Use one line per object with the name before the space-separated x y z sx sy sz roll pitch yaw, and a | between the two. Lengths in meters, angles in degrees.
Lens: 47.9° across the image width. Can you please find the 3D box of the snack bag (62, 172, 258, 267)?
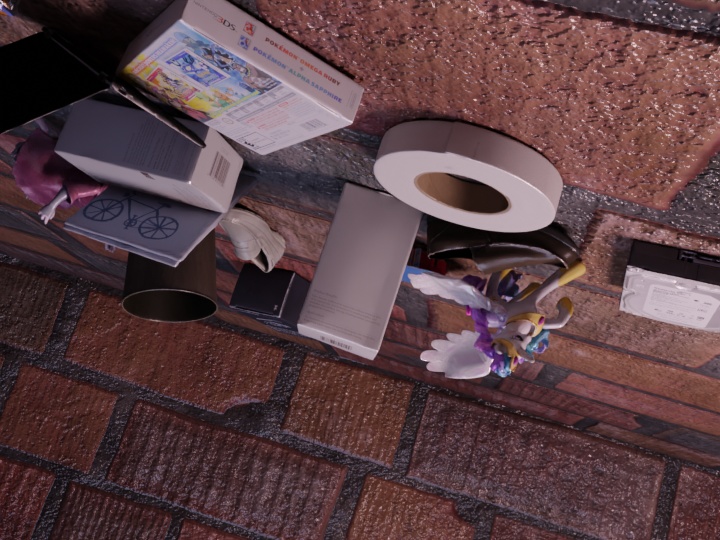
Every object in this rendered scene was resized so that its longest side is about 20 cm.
snack bag | -0.265 -0.091 1.091 0.188 0.200 0.021 16 134 19

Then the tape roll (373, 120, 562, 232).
tape roll | 0.112 -0.096 0.859 0.202 0.037 0.203 17 167 4

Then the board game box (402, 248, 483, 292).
board game box | 0.101 -0.005 1.261 0.158 0.039 0.200 19 173 -26

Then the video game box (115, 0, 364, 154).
video game box | -0.123 -0.185 0.790 0.182 0.047 0.200 24 166 -29

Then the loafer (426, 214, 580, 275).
loafer | 0.171 -0.024 1.003 0.199 0.072 0.073 11 165 29

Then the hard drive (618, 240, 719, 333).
hard drive | 0.392 0.026 0.990 0.139 0.038 0.200 13 166 18

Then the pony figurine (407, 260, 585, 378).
pony figurine | 0.175 0.055 1.053 0.193 0.200 0.167 8 127 39

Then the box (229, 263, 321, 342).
box | -0.165 0.074 1.791 0.148 0.105 0.200 10 164 32

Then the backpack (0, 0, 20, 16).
backpack | -0.335 -0.260 0.557 0.199 0.154 0.191 14 157 29

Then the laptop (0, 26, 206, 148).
laptop | -0.300 -0.163 0.827 0.187 0.116 0.200 38 -176 41

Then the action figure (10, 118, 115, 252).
action figure | -0.399 -0.121 1.175 0.199 0.149 0.134 18 170 18

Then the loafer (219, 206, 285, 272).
loafer | -0.187 -0.052 1.371 0.070 0.070 0.200 12 166 26

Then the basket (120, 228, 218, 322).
basket | -0.275 -0.042 1.189 0.136 0.201 0.180 3 163 -13

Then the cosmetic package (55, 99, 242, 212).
cosmetic package | -0.266 -0.146 1.029 0.199 0.081 0.113 13 168 19

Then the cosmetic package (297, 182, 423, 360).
cosmetic package | 0.000 0.000 1.048 0.113 0.201 0.081 20 166 2
